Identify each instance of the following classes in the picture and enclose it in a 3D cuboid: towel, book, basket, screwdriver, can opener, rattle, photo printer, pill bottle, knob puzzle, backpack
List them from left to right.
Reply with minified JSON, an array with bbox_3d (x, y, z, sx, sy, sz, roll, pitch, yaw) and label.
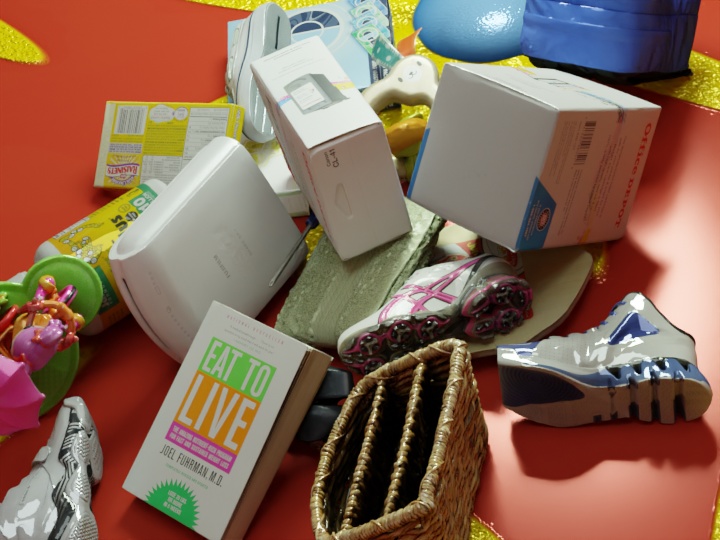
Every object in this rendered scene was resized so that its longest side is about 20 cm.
[{"bbox_3d":[-0.272,-0.002,1.768,0.200,0.113,0.113,-32,47,-17],"label":"pill bottle"},{"bbox_3d":[-0.158,-0.013,1.713,0.069,0.167,0.200,3,44,46],"label":"photo printer"},{"bbox_3d":[-0.129,0.143,1.582,0.133,0.048,0.200,23,86,33],"label":"book"},{"bbox_3d":[-0.093,0.140,1.624,0.200,0.063,0.079,-7,72,22],"label":"can opener"},{"bbox_3d":[-0.061,-0.038,1.750,0.029,0.028,0.200,-8,30,33],"label":"screwdriver"},{"bbox_3d":[0.000,0.000,1.714,0.148,0.037,0.200,2,52,39],"label":"towel"},{"bbox_3d":[0.025,0.172,1.494,0.142,0.149,0.200,2,48,17],"label":"basket"},{"bbox_3d":[0.039,-0.207,1.833,0.130,0.143,0.200,-3,69,26],"label":"rattle"},{"bbox_3d":[0.138,0.018,1.693,0.219,0.030,0.220,-8,45,8],"label":"knob puzzle"},{"bbox_3d":[0.262,-0.287,1.818,0.162,0.168,0.200,10,17,30],"label":"backpack"}]

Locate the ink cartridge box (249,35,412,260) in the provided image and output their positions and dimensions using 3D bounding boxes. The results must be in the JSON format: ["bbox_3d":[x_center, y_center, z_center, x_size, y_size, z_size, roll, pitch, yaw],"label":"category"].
[{"bbox_3d":[-0.031,-0.127,1.714,0.086,0.148,0.200,-24,39,-8],"label":"ink cartridge box"}]

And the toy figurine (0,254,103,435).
[{"bbox_3d":[-0.323,0.083,1.612,0.200,0.150,0.184,-45,17,-2],"label":"toy figurine"}]

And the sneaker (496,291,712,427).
[{"bbox_3d":[0.230,0.081,1.582,0.199,0.081,0.115,2,44,8],"label":"sneaker"}]

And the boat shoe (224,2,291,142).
[{"bbox_3d":[-0.120,-0.216,1.911,0.067,0.074,0.200,-25,41,33],"label":"boat shoe"}]

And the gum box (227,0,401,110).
[{"bbox_3d":[-0.057,-0.246,1.991,0.200,0.045,0.170,-11,46,6],"label":"gum box"}]

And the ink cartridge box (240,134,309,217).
[{"bbox_3d":[-0.139,-0.114,1.887,0.200,0.048,0.146,-7,46,5],"label":"ink cartridge box"}]

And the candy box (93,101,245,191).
[{"bbox_3d":[-0.216,-0.137,1.877,0.200,0.026,0.102,6,88,38],"label":"candy box"}]

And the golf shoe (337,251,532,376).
[{"bbox_3d":[0.063,0.042,1.625,0.200,0.073,0.092,-20,38,-18],"label":"golf shoe"}]

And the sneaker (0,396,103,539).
[{"bbox_3d":[-0.311,0.209,1.601,0.115,0.075,0.200,-9,49,3],"label":"sneaker"}]

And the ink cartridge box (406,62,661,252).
[{"bbox_3d":[0.175,-0.116,1.671,0.145,0.147,0.200,27,20,34],"label":"ink cartridge box"}]
